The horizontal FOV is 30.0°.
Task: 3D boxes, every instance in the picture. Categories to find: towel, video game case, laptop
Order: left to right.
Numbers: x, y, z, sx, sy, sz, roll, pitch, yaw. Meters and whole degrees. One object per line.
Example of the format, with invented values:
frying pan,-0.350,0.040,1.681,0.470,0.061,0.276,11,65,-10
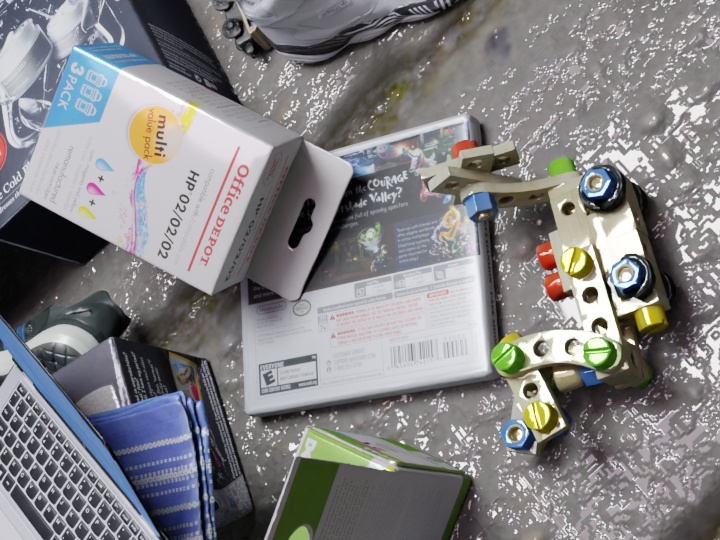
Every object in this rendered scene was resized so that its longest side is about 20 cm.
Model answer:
laptop,-0.218,0.129,0.838,0.187,0.116,0.200,42,105,31
towel,-0.153,0.188,0.865,0.145,0.024,0.201,-16,72,28
video game case,0.000,0.000,0.944,0.200,0.023,0.182,-13,73,31

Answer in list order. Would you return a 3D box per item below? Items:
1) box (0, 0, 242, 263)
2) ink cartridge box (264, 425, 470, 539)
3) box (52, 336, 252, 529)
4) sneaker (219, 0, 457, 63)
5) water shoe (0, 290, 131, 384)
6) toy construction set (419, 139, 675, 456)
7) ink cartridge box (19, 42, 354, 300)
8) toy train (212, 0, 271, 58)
box,-0.222,-0.142,1.068,0.200,0.104,0.182,-40,60,19
ink cartridge box,-0.031,0.173,0.816,0.076,0.200,0.148,21,90,34
box,-0.202,0.156,0.980,0.200,0.115,0.132,-31,64,23
sneaker,-0.005,-0.216,0.940,0.200,0.115,0.075,-23,68,26
water shoe,-0.251,0.071,1.069,0.200,0.072,0.079,-16,28,44
toy construction set,0.118,0.004,0.834,0.131,0.092,0.200,-25,78,26
ink cartridge box,-0.119,-0.063,0.928,0.200,0.068,0.115,27,106,10
toy train,-0.105,-0.253,1.063,0.046,0.034,0.200,-25,65,12
